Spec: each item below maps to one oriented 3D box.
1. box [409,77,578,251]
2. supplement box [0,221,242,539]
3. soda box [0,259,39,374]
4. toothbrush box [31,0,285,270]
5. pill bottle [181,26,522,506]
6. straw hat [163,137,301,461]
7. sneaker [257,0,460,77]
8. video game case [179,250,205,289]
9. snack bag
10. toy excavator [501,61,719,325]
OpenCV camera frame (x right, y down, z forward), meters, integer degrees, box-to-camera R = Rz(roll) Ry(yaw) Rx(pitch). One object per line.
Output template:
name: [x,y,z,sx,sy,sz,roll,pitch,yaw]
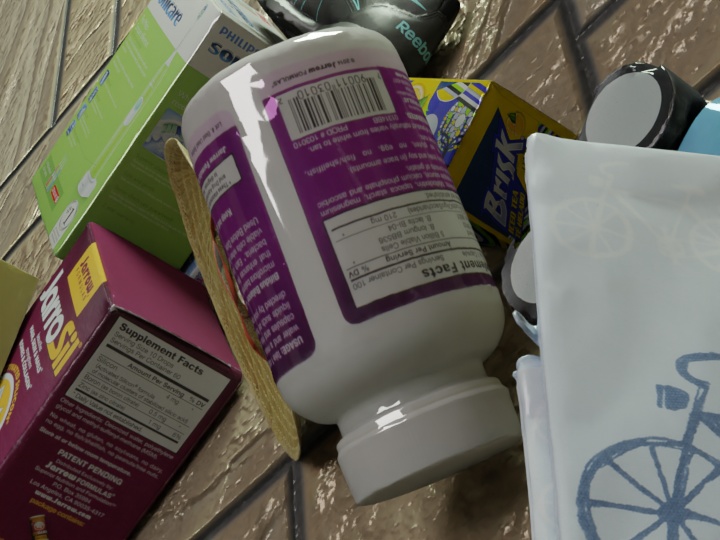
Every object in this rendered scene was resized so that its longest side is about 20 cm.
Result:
box: [0.027,-0.063,0.884,0.200,0.064,0.070,14,75,62]
supplement box: [-0.180,0.094,1.036,0.201,0.103,0.131,-53,27,11]
soda box: [-0.280,0.085,1.032,0.068,0.064,0.201,-16,51,55]
toothbrush box: [-0.137,-0.098,1.126,0.201,0.086,0.146,-56,28,10]
pill bottle: [0.000,0.000,0.742,0.112,0.112,0.201,-32,74,41]
straw hat: [-0.033,0.001,0.878,0.085,0.202,0.201,-23,27,-10]
sneaker: [-0.001,-0.162,1.037,0.079,0.075,0.200,-46,34,-3]
video game case: [-0.120,-0.035,1.149,0.200,0.018,0.143,-52,28,16]
snack bag: [0.137,0.037,0.497,0.021,0.187,0.201,103,170,-49]
toy excavator: [0.144,0.035,0.578,0.200,0.100,0.196,24,85,54]
